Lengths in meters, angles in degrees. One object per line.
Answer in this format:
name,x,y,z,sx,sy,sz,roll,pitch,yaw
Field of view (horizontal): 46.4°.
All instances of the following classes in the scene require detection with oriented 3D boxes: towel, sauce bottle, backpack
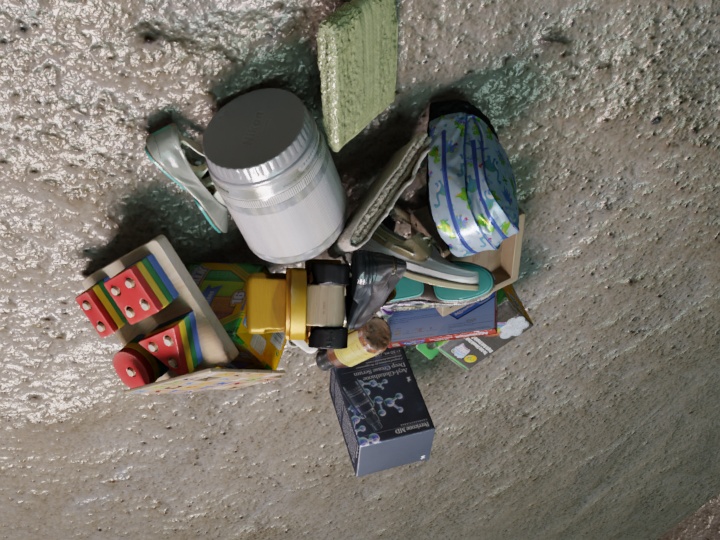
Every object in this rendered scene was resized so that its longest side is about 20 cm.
towel,-0.003,-0.263,1.081,0.149,0.036,0.202,-48,152,-31
sauce bottle,-0.018,0.135,1.485,0.065,0.067,0.199,5,161,-28
towel,0.027,-0.102,1.196,0.034,0.132,0.201,37,76,-8
backpack,0.157,-0.119,1.203,0.151,0.203,0.164,1,149,31

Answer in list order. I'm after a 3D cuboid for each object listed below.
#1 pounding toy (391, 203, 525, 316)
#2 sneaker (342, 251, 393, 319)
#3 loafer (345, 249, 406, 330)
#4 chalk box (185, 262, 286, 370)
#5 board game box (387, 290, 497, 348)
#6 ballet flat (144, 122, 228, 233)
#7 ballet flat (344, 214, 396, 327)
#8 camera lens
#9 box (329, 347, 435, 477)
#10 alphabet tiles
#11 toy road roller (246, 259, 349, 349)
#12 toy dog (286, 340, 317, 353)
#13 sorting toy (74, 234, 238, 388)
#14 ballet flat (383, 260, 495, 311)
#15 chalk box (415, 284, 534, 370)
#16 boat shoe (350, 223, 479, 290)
pounding toy,0.144,-0.052,1.369,0.197,0.143,0.186,-24,140,-16
sneaker,0.031,0.006,1.406,0.083,0.081,0.201,-29,139,-1
loafer,0.017,0.036,1.209,0.071,0.074,0.201,1,158,-8
chalk box,-0.219,0.071,1.293,0.197,0.126,0.124,1,147,30
board game box,0.139,0.072,1.450,0.197,0.105,0.019,-9,146,23
ballet flat,-0.219,-0.125,1.159,0.063,0.068,0.200,-34,139,3
ballet flat,0.000,0.000,1.324,0.056,0.066,0.203,22,101,9
camera lens,-0.110,-0.121,1.137,0.158,0.161,0.201,-23,140,0
box,0.036,0.262,1.586,0.146,0.202,0.108,-10,139,-14
alphabet tiles,-0.212,0.162,1.217,0.165,0.008,0.199,-17,164,30
toy road roller,-0.093,0.045,1.225,0.143,0.125,0.200,2,180,-6
toy dog,-0.079,0.089,1.427,0.199,0.097,0.131,-38,137,17
sorting toy,-0.304,0.079,1.200,0.198,0.070,0.201,-22,105,38
ballet flat,0.110,0.026,1.288,0.196,0.073,0.073,-5,141,12
chalk box,0.188,0.086,1.528,0.199,0.125,0.125,-35,139,16
boat shoe,0.083,-0.021,1.226,0.075,0.197,0.070,9,97,-73
